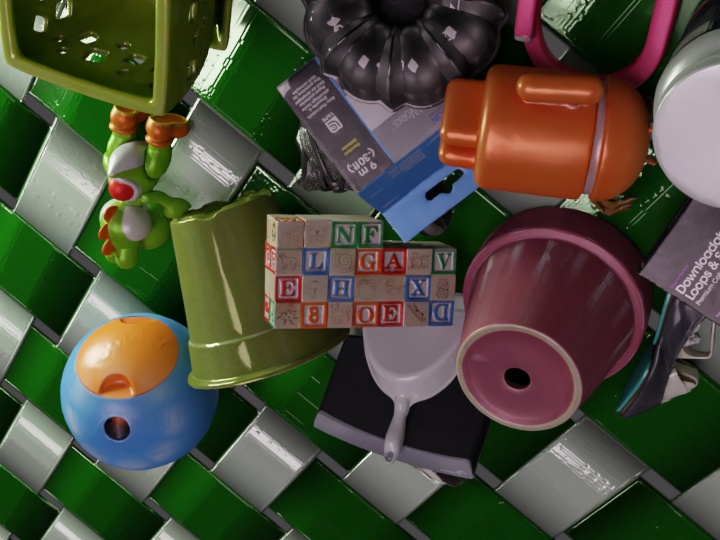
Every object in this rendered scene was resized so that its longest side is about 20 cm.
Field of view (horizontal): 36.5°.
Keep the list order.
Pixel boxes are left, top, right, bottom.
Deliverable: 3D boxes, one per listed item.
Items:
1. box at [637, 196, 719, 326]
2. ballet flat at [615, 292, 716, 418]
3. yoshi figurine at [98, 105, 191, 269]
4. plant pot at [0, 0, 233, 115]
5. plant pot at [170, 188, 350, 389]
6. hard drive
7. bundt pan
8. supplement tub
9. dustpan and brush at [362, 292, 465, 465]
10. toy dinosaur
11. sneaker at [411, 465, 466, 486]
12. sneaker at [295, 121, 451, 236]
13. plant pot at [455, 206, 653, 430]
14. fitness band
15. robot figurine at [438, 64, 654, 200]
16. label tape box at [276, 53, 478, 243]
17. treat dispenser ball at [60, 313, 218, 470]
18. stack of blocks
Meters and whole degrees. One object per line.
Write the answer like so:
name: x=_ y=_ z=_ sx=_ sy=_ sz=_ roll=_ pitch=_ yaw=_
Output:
box: x=0.388 y=-0.003 z=1.038 sx=0.200 sy=0.036 sz=0.143 roll=33 pitch=107 yaw=6
ballet flat: x=0.328 y=0.088 z=1.139 sx=0.073 sy=0.073 sz=0.200 roll=22 pitch=125 yaw=13
yoshi figurine: x=-0.261 y=-0.102 z=1.320 sx=0.112 sy=0.112 sz=0.200 roll=5 pitch=115 yaw=-24
plant pot: x=-0.233 y=-0.300 z=1.103 sx=0.200 sy=0.182 sz=0.199 roll=20 pitch=127 yaw=14
plant pot: x=-0.135 y=0.012 z=1.267 sx=0.200 sy=0.200 sz=0.190 roll=-12 pitch=102 yaw=32
hard drive: x=0.054 y=0.153 z=1.278 sx=0.200 sy=0.135 sz=0.042 roll=16 pitch=162 yaw=14
bundt pan: x=0.037 y=-0.249 z=1.006 sx=0.201 sy=0.076 sz=0.202 roll=1 pitch=94 yaw=8
supplement tub: x=0.322 y=-0.149 z=0.903 sx=0.140 sy=0.200 sz=0.141 roll=13 pitch=125 yaw=19
dustpan and brush: x=0.052 y=0.120 z=1.246 sx=0.139 sy=0.200 sz=0.057 roll=7 pitch=153 yaw=23
toy dinosaur: x=0.229 y=-0.105 z=1.084 sx=0.200 sy=0.060 sz=0.106 roll=-27 pitch=79 yaw=34
sneaker: x=0.046 y=0.194 z=1.354 sx=0.200 sy=0.077 sz=0.089 roll=48 pitch=150 yaw=2
sneaker: x=0.007 y=-0.102 z=1.178 sx=0.199 sy=0.076 sz=0.114 roll=45 pitch=131 yaw=-1
plant pot: x=0.187 y=0.061 z=1.121 sx=0.200 sy=0.179 sz=0.200 roll=12 pitch=124 yaw=19
fitness band: x=0.218 y=-0.252 z=0.996 sx=0.143 sy=0.037 sz=0.200 roll=17 pitch=127 yaw=17
robot figurine: x=0.173 y=-0.124 z=0.990 sx=0.200 sy=0.117 sz=0.144 roll=7 pitch=119 yaw=6
label tape box: x=0.036 y=-0.146 z=1.083 sx=0.144 sy=0.063 sz=0.200 roll=-37 pitch=89 yaw=10
treat dispenser ball: x=-0.283 y=0.156 z=1.407 sx=0.201 sy=0.201 sz=0.201 roll=13 pitch=125 yaw=19
stack of blocks: x=0.000 y=0.000 z=1.177 sx=0.200 sy=0.059 sz=0.115 roll=0 pitch=99 yaw=-16
